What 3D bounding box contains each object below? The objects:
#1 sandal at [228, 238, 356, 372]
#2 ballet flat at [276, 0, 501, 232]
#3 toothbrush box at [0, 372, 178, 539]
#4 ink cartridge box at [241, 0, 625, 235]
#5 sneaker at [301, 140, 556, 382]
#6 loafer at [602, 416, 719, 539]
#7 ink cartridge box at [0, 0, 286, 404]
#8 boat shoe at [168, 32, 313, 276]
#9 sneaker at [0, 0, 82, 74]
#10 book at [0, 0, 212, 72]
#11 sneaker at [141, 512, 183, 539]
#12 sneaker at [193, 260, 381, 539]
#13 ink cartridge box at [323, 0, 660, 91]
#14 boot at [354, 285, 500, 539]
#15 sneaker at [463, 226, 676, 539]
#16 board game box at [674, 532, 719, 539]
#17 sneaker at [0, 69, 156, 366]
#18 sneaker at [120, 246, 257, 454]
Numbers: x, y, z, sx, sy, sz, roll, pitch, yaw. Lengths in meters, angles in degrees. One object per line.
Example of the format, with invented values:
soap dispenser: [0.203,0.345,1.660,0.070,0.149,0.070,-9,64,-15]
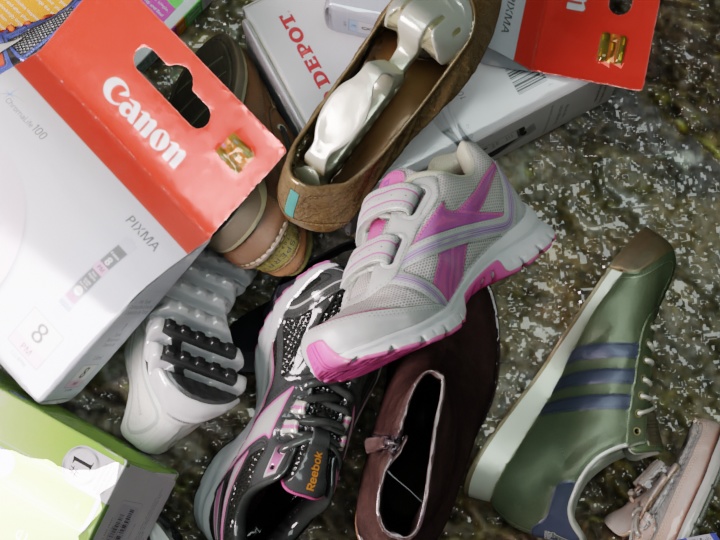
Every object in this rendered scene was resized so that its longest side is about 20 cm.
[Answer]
sandal: [0.000,0.000,1.354,0.199,0.076,0.043,-28,113,-1]
ballet flat: [0.017,-0.112,1.263,0.068,0.072,0.200,36,82,13]
toothbrush box: [-0.231,0.135,1.286,0.199,0.086,0.146,27,89,21]
ink cartridge box: [0.043,-0.135,1.391,0.199,0.083,0.147,-27,78,-8]
sneaker: [0.024,-0.007,1.245,0.200,0.081,0.088,-39,99,-46]
loafer: [0.165,0.176,1.335,0.063,0.072,0.201,22,80,10]
ink cartridge box: [-0.167,-0.050,1.265,0.163,0.057,0.200,45,107,14]
boat shoe: [-0.073,-0.067,1.356,0.072,0.068,0.201,-41,35,25]
sneaker: [-0.227,-0.123,1.350,0.200,0.075,0.079,-37,81,-6]
book: [-0.206,-0.153,1.408,0.134,0.048,0.200,43,81,6]
sneaker: [-0.117,0.229,1.310,0.079,0.074,0.201,-18,78,-1]
sneaker: [-0.030,0.097,1.297,0.080,0.086,0.201,15,108,-20]
ink cartridge box: [0.091,-0.207,1.344,0.199,0.047,0.161,12,75,4]
boot: [0.046,0.075,1.301,0.072,0.166,0.201,15,77,1]
sneaker: [0.154,0.079,1.350,0.090,0.067,0.201,34,85,16]
board game box: [0.154,0.262,1.274,0.134,0.045,0.201,-9,110,-4]
sneaker: [-0.163,-0.024,1.370,0.082,0.074,0.201,27,85,-38]
sneaker: [-0.110,0.025,1.334,0.075,0.081,0.201,26,40,-17]
